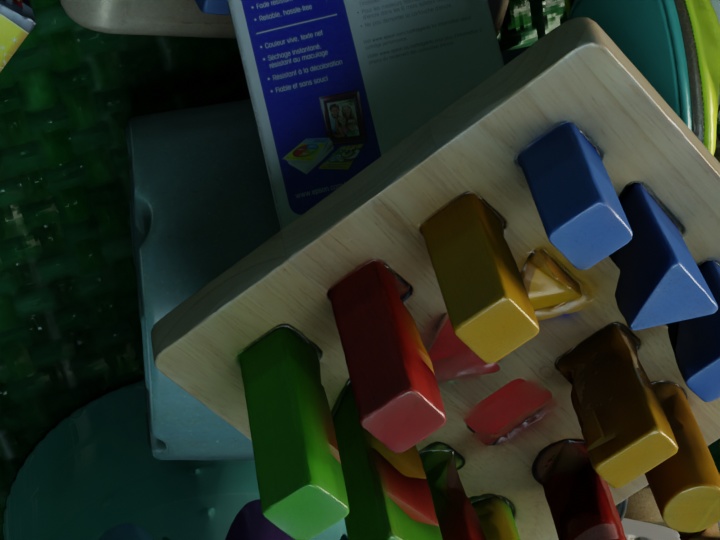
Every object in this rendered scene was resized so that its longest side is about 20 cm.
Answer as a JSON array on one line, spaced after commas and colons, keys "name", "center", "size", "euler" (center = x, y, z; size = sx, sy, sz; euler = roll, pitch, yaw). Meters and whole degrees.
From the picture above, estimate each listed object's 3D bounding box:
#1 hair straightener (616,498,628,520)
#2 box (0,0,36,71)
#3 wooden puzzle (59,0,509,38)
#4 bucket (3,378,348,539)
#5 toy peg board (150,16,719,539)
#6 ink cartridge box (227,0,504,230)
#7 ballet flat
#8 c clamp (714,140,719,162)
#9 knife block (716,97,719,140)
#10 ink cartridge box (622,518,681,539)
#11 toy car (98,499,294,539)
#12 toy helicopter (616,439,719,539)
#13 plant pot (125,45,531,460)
[{"name": "hair straightener", "center": [0.111, 0.039, 0.878], "size": [0.041, 0.077, 0.200], "euler": [13, 125, 8]}, {"name": "box", "center": [-0.246, -0.065, 0.819], "size": [0.136, 0.038, 0.200], "euler": [29, 111, -33]}, {"name": "wooden puzzle", "center": [-0.012, -0.172, 0.822], "size": [0.200, 0.046, 0.186], "euler": [2, 123, -21]}, {"name": "bucket", "center": [-0.079, 0.160, 0.978], "size": [0.207, 0.135, 0.208], "euler": [-9, 126, -12]}, {"name": "toy peg board", "center": [0.065, 0.051, 0.723], "size": [0.199, 0.098, 0.200], "euler": [-35, 129, 18]}, {"name": "ink cartridge box", "center": [0.004, -0.082, 0.777], "size": [0.099, 0.200, 0.039], "euler": [-13, 171, 0]}, {"name": "ballet flat", "center": [0.108, -0.123, 0.785], "size": [0.067, 0.200, 0.067], "euler": [-14, 169, -37]}, {"name": "c clamp", "center": [0.174, -0.098, 0.853], "size": [0.171, 0.200, 0.027], "euler": [-13, 124, 9]}, {"name": "knife block", "center": [0.121, 0.001, 0.982], "size": [0.200, 0.064, 0.176], "euler": [-23, 128, -2]}, {"name": "ink cartridge box", "center": [0.086, 0.216, 0.920], "size": [0.083, 0.145, 0.200], "euler": [14, 94, 4]}, {"name": "toy car", "center": [-0.044, 0.172, 0.825], "size": [0.200, 0.175, 0.150], "euler": [22, 75, -10]}, {"name": "toy helicopter", "center": [0.174, 0.131, 1.071], "size": [0.132, 0.079, 0.200], "euler": [-21, 159, 38]}, {"name": "plant pot", "center": [0.000, 0.000, 0.869], "size": [0.196, 0.200, 0.201], "euler": [-3, 126, -7]}]
